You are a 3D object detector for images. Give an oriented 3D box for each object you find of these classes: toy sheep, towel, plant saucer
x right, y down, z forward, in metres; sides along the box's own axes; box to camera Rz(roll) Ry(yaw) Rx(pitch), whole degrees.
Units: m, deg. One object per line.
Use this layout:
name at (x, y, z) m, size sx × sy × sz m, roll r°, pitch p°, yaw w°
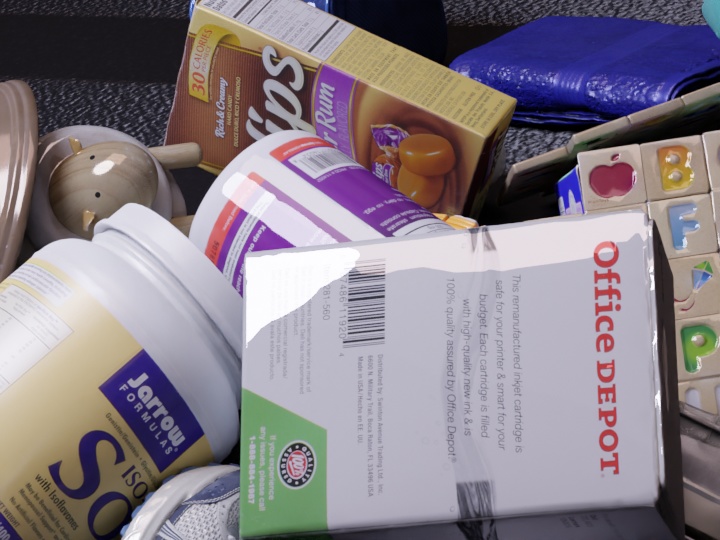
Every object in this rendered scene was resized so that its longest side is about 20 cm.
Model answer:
toy sheep at (-0.169, -0.025, 1.589) m, size 0.138 × 0.138 × 0.200 m, roll -26°, pitch -14°, yaw -28°
towel at (0.175, -0.133, 1.762) m, size 0.200 × 0.050 × 0.148 m, roll 10°, pitch 26°, yaw 40°
plant saucer at (-0.244, -0.023, 1.554) m, size 0.029 × 0.200 × 0.200 m, roll 16°, pitch 15°, yaw -23°

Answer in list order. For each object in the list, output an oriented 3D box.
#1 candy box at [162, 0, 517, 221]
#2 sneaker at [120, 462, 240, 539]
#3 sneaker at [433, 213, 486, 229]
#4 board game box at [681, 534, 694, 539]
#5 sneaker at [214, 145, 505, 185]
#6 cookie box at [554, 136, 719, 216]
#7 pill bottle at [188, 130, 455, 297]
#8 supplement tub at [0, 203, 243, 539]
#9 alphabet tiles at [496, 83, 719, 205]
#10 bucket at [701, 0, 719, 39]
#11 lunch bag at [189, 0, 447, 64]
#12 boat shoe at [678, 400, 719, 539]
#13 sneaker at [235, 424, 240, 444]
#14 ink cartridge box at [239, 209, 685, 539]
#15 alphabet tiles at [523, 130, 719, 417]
candy box at (-0.016, -0.089, 1.572) m, size 0.200 × 0.117 × 0.056 m, roll 26°, pitch 40°, yaw 12°
sneaker at (-0.086, 0.171, 1.222) m, size 0.085 × 0.077 × 0.200 m, roll 15°, pitch 42°, yaw 27°
sneaker at (0.000, 0.000, 1.526) m, size 0.200 × 0.078 × 0.077 m, roll 9°, pitch 45°, yaw 44°
board game box at (0.071, 0.146, 1.228) m, size 0.126 × 0.035 × 0.200 m, roll -26°, pitch 28°, yaw -26°
sneaker at (-0.005, -0.064, 1.664) m, size 0.200 × 0.076 × 0.114 m, roll 6°, pitch 30°, yaw 45°
cookie box at (0.218, -0.040, 1.434) m, size 0.200 × 0.075 × 0.171 m, roll -11°, pitch -2°, yaw 0°
pill bottle at (0.007, 0.014, 1.402) m, size 0.200 × 0.113 × 0.112 m, roll 36°, pitch 49°, yaw 28°
supplement tub at (-0.153, 0.075, 1.295) m, size 0.200 × 0.145 × 0.145 m, roll -42°, pitch 34°, yaw -16°
alphabet tiles at (0.165, -0.078, 1.546) m, size 0.166 × 0.006 × 0.200 m, roll -19°, pitch -6°, yaw -4°
bucket at (0.322, -0.174, 1.602) m, size 0.207 × 0.207 × 0.135 m, roll -14°, pitch 32°, yaw -3°
lunch bag at (-0.032, -0.181, 1.842) m, size 0.132 × 0.136 × 0.200 m, roll 2°, pitch 28°, yaw 27°
boat shoe at (0.122, 0.068, 1.260) m, size 0.201 × 0.070 × 0.072 m, roll 29°, pitch 81°, yaw 26°
sneaker at (-0.087, 0.044, 1.470) m, size 0.115 × 0.074 × 0.200 m, roll -24°, pitch 26°, yaw -18°
ink cartridge box at (0.049, 0.060, 1.199) m, size 0.200 × 0.084 × 0.146 m, roll -5°, pitch 68°, yaw 15°
alphabet tiles at (0.172, 0.024, 1.311) m, size 0.166 × 0.006 × 0.200 m, roll -9°, pitch 69°, yaw 8°
